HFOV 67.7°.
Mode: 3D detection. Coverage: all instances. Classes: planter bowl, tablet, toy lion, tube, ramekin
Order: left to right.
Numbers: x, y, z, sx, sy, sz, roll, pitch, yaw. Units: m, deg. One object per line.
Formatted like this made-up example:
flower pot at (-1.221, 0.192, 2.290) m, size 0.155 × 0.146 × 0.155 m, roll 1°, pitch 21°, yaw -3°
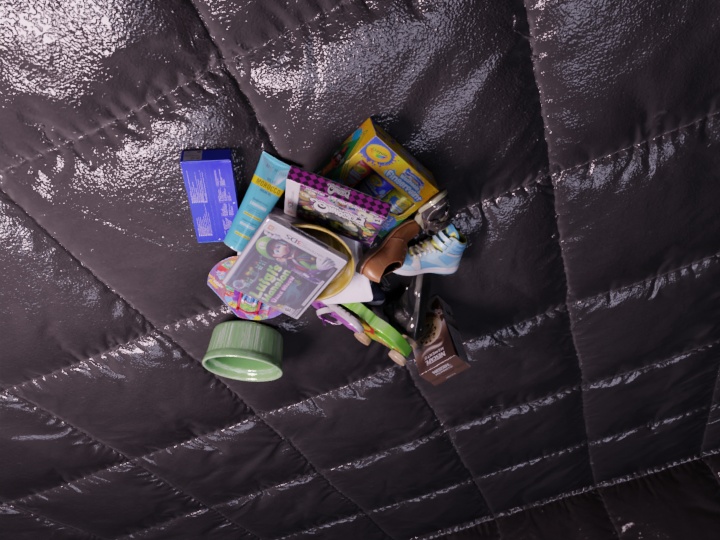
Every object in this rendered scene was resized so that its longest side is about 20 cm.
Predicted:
ramekin at (-0.289, 0.203, 1.354) m, size 0.198 × 0.098 × 0.200 m, roll 4°, pitch 152°, yaw 2°
tube at (-0.207, -0.133, 1.079) m, size 0.077 × 0.050 × 0.201 m, roll 25°, pitch 102°, yaw -24°
planter bowl at (-0.109, -0.036, 1.121) m, size 0.199 × 0.084 × 0.201 m, roll 1°, pitch 131°, yaw 1°
tablet at (-0.052, -0.017, 1.200) m, size 0.129 × 0.014 × 0.201 m, roll -5°, pitch 113°, yaw 22°
toy lion at (0.022, 0.129, 1.302) m, size 0.069 × 0.199 × 0.192 m, roll -52°, pitch 138°, yaw -15°

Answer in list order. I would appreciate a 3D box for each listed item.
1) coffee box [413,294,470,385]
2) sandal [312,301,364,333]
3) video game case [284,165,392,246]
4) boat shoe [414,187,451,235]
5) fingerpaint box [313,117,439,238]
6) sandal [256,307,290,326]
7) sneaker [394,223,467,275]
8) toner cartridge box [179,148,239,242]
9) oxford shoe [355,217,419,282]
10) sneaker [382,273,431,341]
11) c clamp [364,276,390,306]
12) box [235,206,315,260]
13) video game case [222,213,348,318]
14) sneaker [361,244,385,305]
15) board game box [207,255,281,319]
coffee box at (0.196, 0.180, 1.396) m, size 0.113 × 0.201 × 0.080 m, roll -34°, pitch 132°, yaw 21°
sandal at (-0.073, 0.107, 1.284) m, size 0.050 × 0.202 × 0.083 m, roll -50°, pitch 128°, yaw -16°
video game case at (-0.052, -0.121, 1.052) m, size 0.199 × 0.036 × 0.181 m, roll 21°, pitch 164°, yaw -4°
boat shoe at (0.160, -0.116, 1.120) m, size 0.072 × 0.066 × 0.201 m, roll -35°, pitch 176°, yaw -5°
fingerpaint box at (0.033, -0.181, 1.094) m, size 0.167 × 0.074 × 0.200 m, roll -38°, pitch 130°, yaw 24°
sandal at (-0.181, 0.061, 1.318) m, size 0.075 × 0.045 × 0.200 m, roll 30°, pitch 108°, yaw -41°
sneaker at (0.155, -0.057, 1.242) m, size 0.199 × 0.080 × 0.131 m, roll -3°, pitch 138°, yaw -23°
toner cartridge box at (-0.295, -0.146, 1.081) m, size 0.094 × 0.043 × 0.201 m, roll -3°, pitch 135°, yaw -7°
oxford shoe at (0.077, -0.041, 1.181) m, size 0.200 × 0.071 × 0.072 m, roll -45°, pitch 158°, yaw -29°
sneaker at (0.114, 0.070, 1.357) m, size 0.114 × 0.076 × 0.201 m, roll 19°, pitch 113°, yaw 26°
c clamp at (0.003, 0.068, 1.373) m, size 0.170 × 0.027 × 0.200 m, roll 24°, pitch 127°, yaw -25°
box at (-0.194, -0.048, 1.188) m, size 0.143 × 0.036 × 0.201 m, roll 16°, pitch 130°, yaw -12°
video game case at (-0.153, -0.001, 1.082) m, size 0.181 × 0.023 × 0.200 m, roll 29°, pitch 125°, yaw -21°
sneaker at (0.000, 0.000, 1.253) m, size 0.199 × 0.070 × 0.109 m, roll 33°, pitch 121°, yaw -19°
board game box at (-0.256, 0.056, 1.228) m, size 0.157 × 0.039 × 0.200 m, roll -21°, pitch 126°, yaw 18°
